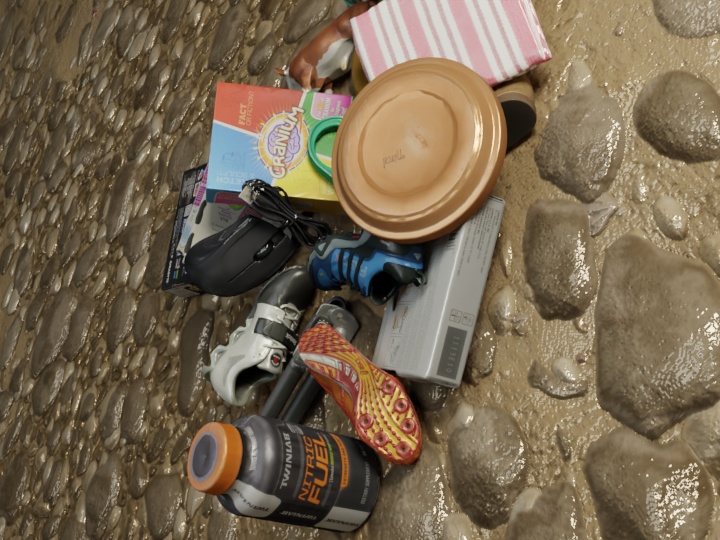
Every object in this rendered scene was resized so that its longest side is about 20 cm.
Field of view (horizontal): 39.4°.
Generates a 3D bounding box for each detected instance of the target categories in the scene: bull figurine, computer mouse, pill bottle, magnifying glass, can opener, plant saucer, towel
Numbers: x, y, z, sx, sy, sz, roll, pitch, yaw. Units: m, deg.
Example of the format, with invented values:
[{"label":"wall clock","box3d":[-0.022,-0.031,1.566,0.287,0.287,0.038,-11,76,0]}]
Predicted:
[{"label":"bull figurine","box3d":[-0.043,-0.279,1.364,0.200,0.065,0.122,-40,48,35]},{"label":"computer mouse","box3d":[-0.145,-0.021,1.250,0.200,0.138,0.053,-33,39,32]},{"label":"pill bottle","box3d":[-0.084,0.215,1.075,0.106,0.199,0.107,-25,56,43]},{"label":"magnifying glass","box3d":[-0.003,-0.101,1.213,0.022,0.079,0.201,106,143,-66]},{"label":"can opener","box3d":[-0.067,0.124,1.235,0.201,0.053,0.067,-59,6,14]},{"label":"plant saucer","box3d":[0.054,-0.128,1.048,0.199,0.032,0.202,-9,72,29]},{"label":"towel","box3d":[0.094,-0.249,1.091,0.199,0.030,0.147,-23,76,22]}]

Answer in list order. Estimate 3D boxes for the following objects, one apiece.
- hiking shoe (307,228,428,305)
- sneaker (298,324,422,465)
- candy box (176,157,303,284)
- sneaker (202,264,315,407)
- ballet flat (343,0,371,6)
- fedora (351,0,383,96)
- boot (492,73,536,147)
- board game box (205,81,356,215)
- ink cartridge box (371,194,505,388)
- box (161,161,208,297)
[{"label":"hiking shoe","box3d":[0.000,0.000,1.130,0.200,0.074,0.087,-28,61,54]},{"label":"sneaker","box3d":[0.007,0.138,1.118,0.073,0.077,0.200,-37,55,-5]},{"label":"candy box","box3d":[-0.146,-0.094,1.342,0.201,0.136,0.061,-69,21,-1]},{"label":"sneaker","box3d":[-0.109,0.087,1.263,0.200,0.074,0.088,-53,44,6]},{"label":"ballet flat","box3d":[-0.005,-0.391,1.292,0.071,0.067,0.200,-60,-7,-7]},{"label":"fedora","box3d":[0.075,-0.268,1.196,0.200,0.082,0.202,-29,48,37]},{"label":"boot","box3d":[0.111,-0.154,1.123,0.199,0.074,0.076,-28,38,33]},{"label":"board game box","box3d":[-0.087,-0.151,1.259,0.040,0.199,0.154,110,163,-67]},{"label":"ink cartridge box","box3d":[0.080,0.021,1.092,0.173,0.043,0.201,172,114,-73]},{"label":"box","box3d":[-0.213,-0.070,1.493,0.198,0.050,0.201,-12,64,48]}]
